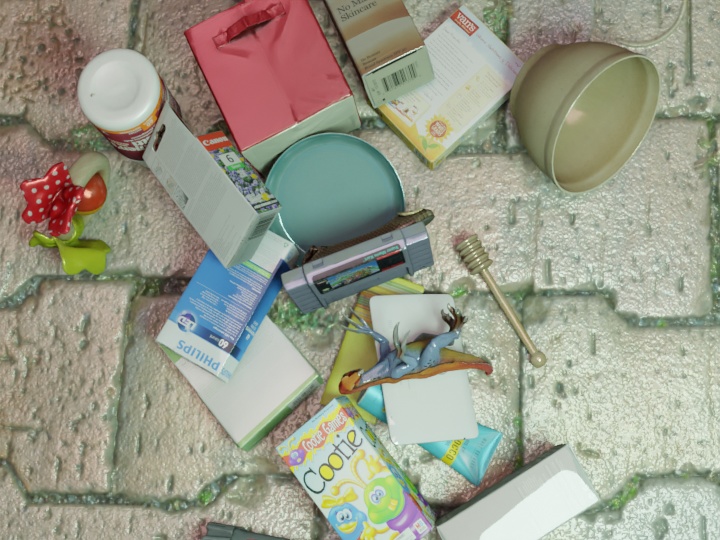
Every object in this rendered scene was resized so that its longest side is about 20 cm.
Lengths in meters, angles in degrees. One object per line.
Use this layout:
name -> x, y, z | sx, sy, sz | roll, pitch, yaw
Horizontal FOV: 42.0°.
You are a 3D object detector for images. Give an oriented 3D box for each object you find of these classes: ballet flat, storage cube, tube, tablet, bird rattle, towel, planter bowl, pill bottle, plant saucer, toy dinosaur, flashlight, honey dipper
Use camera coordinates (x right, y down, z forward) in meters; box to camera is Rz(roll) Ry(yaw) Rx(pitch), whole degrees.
ballet flat -> 0.006, -0.043, 1.264 | 0.198, 0.067, 0.047 | -26, 80, 15
storage cube -> -0.112, -0.258, 1.284 | 0.169, 0.200, 0.182 | -26, 83, 1
tube -> 0.090, 0.205, 1.252 | 0.198, 0.050, 0.078 | 30, 87, -5
tablet -> 0.084, 0.128, 1.248 | 0.128, 0.014, 0.203 | 0, 69, -22
bird rattle -> -0.397, -0.095, 1.278 | 0.111, 0.201, 0.164 | 19, 57, 7
towel -> 0.017, 0.103, 1.295 | 0.085, 0.018, 0.203 | 19, 81, 11
planter bowl -> 0.288, -0.224, 1.267 | 0.200, 0.201, 0.135 | -41, 52, -5
pill bottle -> -0.304, -0.213, 1.282 | 0.108, 0.200, 0.111 | -1, 78, 3
plant saucer -> -0.036, -0.091, 1.293 | 0.197, 0.027, 0.203 | 1, 108, 4
toy dinosaur -> 0.062, 0.119, 1.189 | 0.181, 0.105, 0.201 | -43, 98, -12
flashlight -> -0.111, 0.378, 1.222 | 0.197, 0.068, 0.069 | 8, 74, 4
honey dipper -> 0.195, 0.045, 1.286 | 0.038, 0.038, 0.202 | -29, 82, -3

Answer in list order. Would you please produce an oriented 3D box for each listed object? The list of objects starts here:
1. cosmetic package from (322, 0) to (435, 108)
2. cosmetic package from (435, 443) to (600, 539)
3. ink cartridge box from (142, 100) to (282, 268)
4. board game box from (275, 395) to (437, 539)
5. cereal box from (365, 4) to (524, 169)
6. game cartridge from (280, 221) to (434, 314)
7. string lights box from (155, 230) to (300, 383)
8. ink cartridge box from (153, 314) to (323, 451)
cosmetic package -> 0.018, -0.346, 1.323 | 0.102, 0.087, 0.202 | -26, 64, 3
cosmetic package -> 0.197, 0.309, 1.197 | 0.198, 0.107, 0.091 | -28, 79, -4
ink cartridge box -> -0.195, -0.115, 1.210 | 0.050, 0.109, 0.201 | -23, 68, -46
board game box -> -0.003, 0.274, 1.209 | 0.105, 0.103, 0.201 | -39, 80, 2
cereal box -> 0.126, -0.264, 1.347 | 0.200, 0.040, 0.144 | -42, 78, -5
game cartridge -> 0.000, 0.000, 1.243 | 0.197, 0.130, 0.039 | -21, 76, 2
string lights box -> -0.176, 0.035, 1.257 | 0.102, 0.059, 0.202 | 27, 80, 13
ink cartridge box -> -0.167, 0.123, 1.286 | 0.145, 0.048, 0.200 | -41, 72, -5
